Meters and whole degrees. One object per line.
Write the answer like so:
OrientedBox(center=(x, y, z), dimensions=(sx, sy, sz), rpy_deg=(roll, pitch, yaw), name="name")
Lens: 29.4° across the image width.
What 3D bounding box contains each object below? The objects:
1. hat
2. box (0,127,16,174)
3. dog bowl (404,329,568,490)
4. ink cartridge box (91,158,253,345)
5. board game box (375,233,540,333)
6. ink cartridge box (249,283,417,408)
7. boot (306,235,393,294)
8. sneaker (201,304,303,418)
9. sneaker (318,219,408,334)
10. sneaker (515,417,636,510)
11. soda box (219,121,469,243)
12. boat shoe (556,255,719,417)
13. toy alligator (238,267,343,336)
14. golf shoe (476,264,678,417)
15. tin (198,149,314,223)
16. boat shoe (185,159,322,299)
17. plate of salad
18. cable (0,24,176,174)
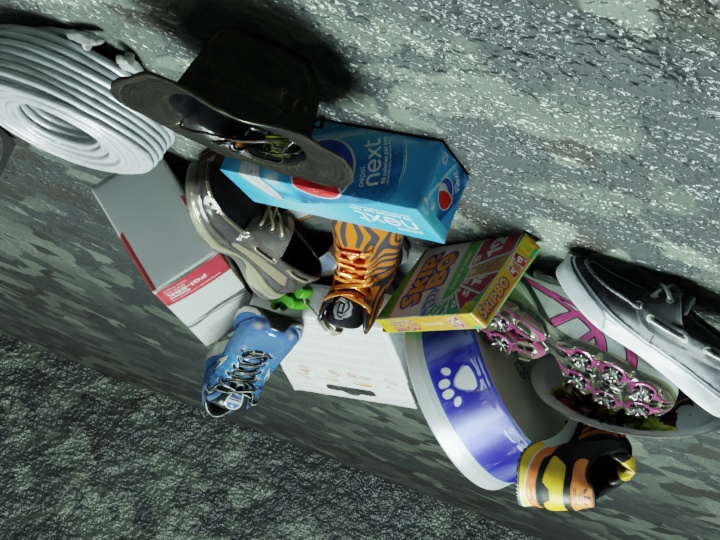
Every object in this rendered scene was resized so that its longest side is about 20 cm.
OrientedBox(center=(-0.084, -0.134, 1.050), dimensions=(0.200, 0.081, 0.201), rpy_deg=(21, 174, 2), name="hat")
OrientedBox(center=(-0.523, -0.147, 1.551), dimensions=(0.200, 0.125, 0.149), rpy_deg=(18, 166, 19), name="box")
OrientedBox(center=(0.130, 0.112, 1.373), dimensions=(0.079, 0.200, 0.200), rpy_deg=(-28, 140, 23), name="dog bowl")
OrientedBox(center=(-0.192, -0.020, 1.481), dimensions=(0.147, 0.083, 0.200), rpy_deg=(56, 178, 22), name="ink cartridge box")
OrientedBox(center=(0.085, 0.015, 1.303), dimensions=(0.030, 0.096, 0.200), rpy_deg=(42, 159, -15), name="board game box")
OrientedBox(center=(-0.022, 0.083, 1.542), dimensions=(0.161, 0.050, 0.200), rpy_deg=(8, 153, 19), name="ink cartridge box")
OrientedBox(center=(-0.065, -0.001, 1.543), dimensions=(0.200, 0.075, 0.097), rpy_deg=(-5, 142, 40), name="boot")
OrientedBox(center=(-0.120, 0.107, 1.488), dimensions=(0.078, 0.089, 0.200), rpy_deg=(20, 146, -14), name="sneaker")
OrientedBox(center=(0.000, 0.000, 1.339), dimensions=(0.077, 0.112, 0.200), rpy_deg=(17, 165, 17), name="sneaker")
OrientedBox(center=(0.229, 0.175, 1.298), dimensions=(0.090, 0.070, 0.200), rpy_deg=(9, -157, 36), name="sneaker")
OrientedBox(center=(-0.015, -0.082, 1.165), dimensions=(0.200, 0.064, 0.068), rpy_deg=(13, 163, 30), name="soda box")
OrientedBox(center=(0.265, 0.043, 1.203), dimensions=(0.200, 0.068, 0.072), rpy_deg=(40, -152, 10), name="boat shoe")
OrientedBox(center=(-0.087, 0.014, 1.450), dimensions=(0.059, 0.054, 0.200), rpy_deg=(3, -139, -47), name="toy alligator")
OrientedBox(center=(0.207, 0.057, 1.256), dimensions=(0.200, 0.092, 0.073), rpy_deg=(30, 150, 20), name="golf shoe")
OrientedBox(center=(-0.099, -0.083, 1.340), dimensions=(0.112, 0.042, 0.200), rpy_deg=(22, 166, -18), name="tin")
OrientedBox(center=(-0.096, -0.045, 1.296), dimensions=(0.073, 0.075, 0.200), rpy_deg=(-13, 147, 19), name="boat shoe")
OrientedBox(center=(0.265, 0.104, 1.325), dimensions=(0.200, 0.048, 0.200), rpy_deg=(4, -158, -2), name="plate of salad")
OrientedBox(center=(-0.265, -0.152, 1.261), dimensions=(0.200, 0.069, 0.200), rpy_deg=(14, 164, 28), name="cable")
